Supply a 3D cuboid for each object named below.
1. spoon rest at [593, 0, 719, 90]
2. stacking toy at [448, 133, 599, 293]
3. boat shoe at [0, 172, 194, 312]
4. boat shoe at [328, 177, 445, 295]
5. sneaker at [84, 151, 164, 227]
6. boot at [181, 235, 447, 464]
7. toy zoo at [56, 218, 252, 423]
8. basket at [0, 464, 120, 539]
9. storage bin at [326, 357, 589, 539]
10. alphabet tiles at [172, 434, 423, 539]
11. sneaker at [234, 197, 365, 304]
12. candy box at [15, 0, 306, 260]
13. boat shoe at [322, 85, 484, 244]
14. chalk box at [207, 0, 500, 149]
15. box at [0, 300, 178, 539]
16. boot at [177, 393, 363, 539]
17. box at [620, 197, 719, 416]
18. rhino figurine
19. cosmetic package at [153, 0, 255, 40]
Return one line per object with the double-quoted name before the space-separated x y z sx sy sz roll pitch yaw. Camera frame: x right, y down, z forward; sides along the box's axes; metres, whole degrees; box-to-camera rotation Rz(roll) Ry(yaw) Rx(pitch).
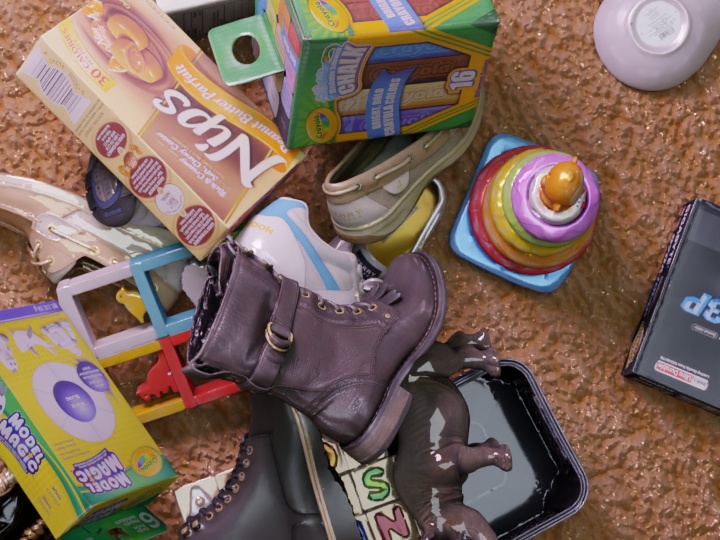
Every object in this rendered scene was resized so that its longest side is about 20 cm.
"spoon rest" 0.292 -0.229 1.491 0.200 0.061 0.100 -31 86 6
"stacking toy" 0.147 -0.056 1.380 0.109 0.200 0.116 23 82 -2
"boat shoe" -0.231 -0.022 1.405 0.199 0.074 0.069 19 77 -4
"boat shoe" 0.000 0.000 1.426 0.071 0.070 0.200 43 82 0
"sneaker" -0.180 -0.115 1.415 0.087 0.074 0.201 15 55 -40
"boot" -0.033 0.027 1.265 0.174 0.069 0.200 35 50 -20
"toy zoo" -0.153 0.048 1.391 0.199 0.020 0.132 -19 110 5
"basket" -0.273 0.258 1.335 0.143 0.149 0.200 44 81 0
"storage bin" 0.065 0.170 1.403 0.199 0.094 0.136 -28 87 -8
"alphabet tiles" -0.022 0.212 1.341 0.199 0.008 0.168 -20 86 -6
"sneaker" -0.023 0.032 1.357 0.081 0.076 0.200 -53 125 -23
"candy box" -0.150 -0.118 1.340 0.200 0.055 0.115 46 45 -3
"boat shoe" 0.035 -0.109 1.409 0.073 0.063 0.201 15 53 36
"chalk box" -0.013 -0.182 1.347 0.199 0.124 0.125 -8 54 -17
"box" -0.219 0.118 1.304 0.048 0.117 0.200 -41 77 25
"boot" -0.090 0.150 1.304 0.138 0.077 0.201 -22 85 -2
"box" 0.337 0.050 1.463 0.199 0.046 0.159 23 83 -3
"rhino figurine" 0.067 0.140 1.321 0.087 0.060 0.201 -4 73 -6
"cosmetic package" -0.077 -0.256 1.430 0.199 0.103 0.088 -14 85 -8
